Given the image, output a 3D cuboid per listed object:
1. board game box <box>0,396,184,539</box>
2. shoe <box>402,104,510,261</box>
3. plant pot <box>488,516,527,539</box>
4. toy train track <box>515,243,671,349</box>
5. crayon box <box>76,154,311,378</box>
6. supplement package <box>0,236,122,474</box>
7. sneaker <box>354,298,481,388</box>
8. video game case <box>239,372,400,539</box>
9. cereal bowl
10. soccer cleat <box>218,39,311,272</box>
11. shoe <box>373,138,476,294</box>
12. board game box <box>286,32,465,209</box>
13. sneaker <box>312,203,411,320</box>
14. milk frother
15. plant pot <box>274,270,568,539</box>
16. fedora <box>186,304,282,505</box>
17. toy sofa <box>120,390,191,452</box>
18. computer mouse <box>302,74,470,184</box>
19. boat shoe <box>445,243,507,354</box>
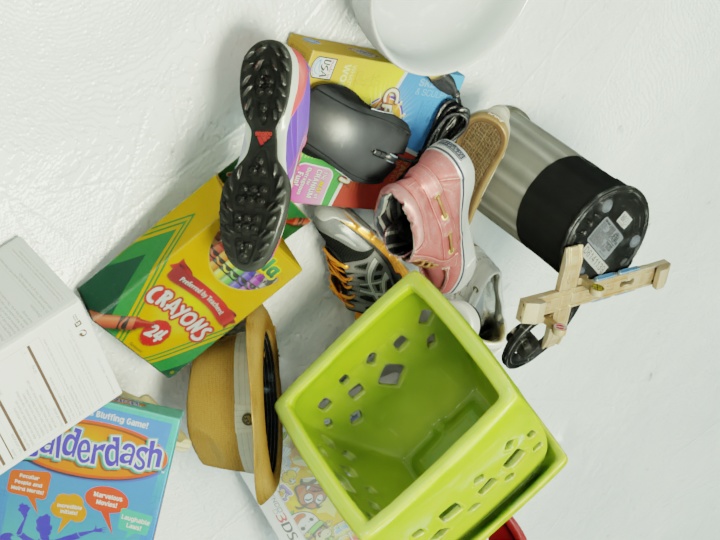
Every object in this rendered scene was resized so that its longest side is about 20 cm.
[{"bbox_3d":[-0.256,0.210,1.506,0.151,0.045,0.202,13,95,-3],"label":"board game box"},{"bbox_3d":[0.095,-0.087,1.673,0.201,0.070,0.054,-55,-174,33],"label":"shoe"},{"bbox_3d":[0.068,0.347,1.880,0.199,0.201,0.183,3,125,-42],"label":"plant pot"},{"bbox_3d":[0.239,0.025,1.633,0.199,0.032,0.116,-14,127,-35],"label":"toy train track"},{"bbox_3d":[-0.143,-0.002,1.516,0.200,0.051,0.127,-40,138,6],"label":"crayon box"},{"bbox_3d":[-0.328,0.091,1.400,0.199,0.121,0.120,-33,135,-18],"label":"supplement package"},{"bbox_3d":[0.073,0.082,1.749,0.200,0.073,0.111,-40,166,36],"label":"sneaker"},{"bbox_3d":[-0.014,0.216,1.728,0.198,0.023,0.183,-23,116,11],"label":"video game case"},{"bbox_3d":[0.067,-0.285,1.508,0.199,0.083,0.202,-23,131,-29],"label":"cereal bowl"},{"bbox_3d":[-0.075,-0.097,1.445,0.073,0.068,0.202,13,82,-63],"label":"soccer cleat"},{"bbox_3d":[0.059,-0.032,1.600,0.091,0.071,0.201,-37,149,-26],"label":"shoe"},{"bbox_3d":[-0.006,-0.137,1.580,0.199,0.040,0.154,2,117,-42],"label":"board game box"},{"bbox_3d":[0.000,0.000,1.659,0.077,0.078,0.200,-42,139,-2],"label":"sneaker"},{"bbox_3d":[0.168,-0.030,1.698,0.199,0.188,0.181,-37,136,-13],"label":"milk frother"},{"bbox_3d":[0.069,0.158,1.573,0.200,0.199,0.181,-42,138,5],"label":"plant pot"},{"bbox_3d":[-0.123,0.128,1.604,0.081,0.202,0.202,-3,129,5],"label":"fedora"},{"bbox_3d":[-0.247,0.219,1.591,0.201,0.083,0.097,-54,137,3],"label":"toy sofa"},{"bbox_3d":[0.030,-0.137,1.546,0.141,0.046,0.199,-54,138,5],"label":"computer mouse"},{"bbox_3d":[0.128,0.068,1.821,0.070,0.069,0.201,-28,134,-26],"label":"boat shoe"}]
